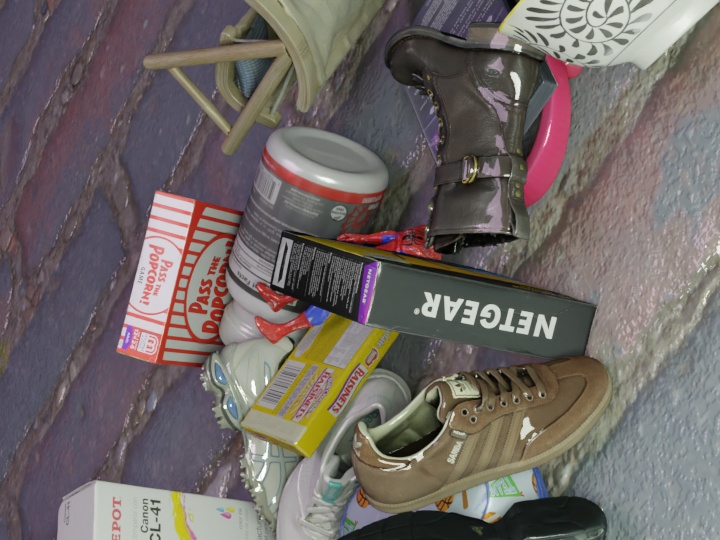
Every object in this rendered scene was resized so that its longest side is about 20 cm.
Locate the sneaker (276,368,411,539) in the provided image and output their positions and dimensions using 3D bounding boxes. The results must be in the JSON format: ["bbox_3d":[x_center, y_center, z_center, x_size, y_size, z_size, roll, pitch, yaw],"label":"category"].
[{"bbox_3d":[-0.023,0.180,1.470,0.089,0.075,0.201,-63,-4,-75],"label":"sneaker"}]

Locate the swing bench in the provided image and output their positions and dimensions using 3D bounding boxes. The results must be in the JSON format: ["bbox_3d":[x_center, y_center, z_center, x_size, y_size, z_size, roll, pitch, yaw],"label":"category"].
[{"bbox_3d":[-0.061,-0.237,1.598,0.200,0.130,0.199,-21,28,52],"label":"swing bench"}]

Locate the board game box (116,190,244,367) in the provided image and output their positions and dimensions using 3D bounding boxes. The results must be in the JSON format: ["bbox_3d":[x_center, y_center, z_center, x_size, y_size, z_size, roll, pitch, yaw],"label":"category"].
[{"bbox_3d":[-0.141,0.014,1.642,0.046,0.200,0.152,15,92,26],"label":"board game box"}]

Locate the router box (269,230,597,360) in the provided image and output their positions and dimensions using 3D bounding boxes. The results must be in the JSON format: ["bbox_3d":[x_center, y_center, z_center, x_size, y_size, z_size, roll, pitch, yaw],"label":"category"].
[{"bbox_3d":[0.054,0.020,1.313,0.149,0.199,0.051,19,97,58],"label":"router box"}]

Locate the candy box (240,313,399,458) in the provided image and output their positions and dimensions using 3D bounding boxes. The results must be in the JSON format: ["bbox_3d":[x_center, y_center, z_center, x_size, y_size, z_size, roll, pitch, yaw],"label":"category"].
[{"bbox_3d":[-0.016,0.066,1.496,0.200,0.026,0.102,-53,30,-15],"label":"candy box"}]

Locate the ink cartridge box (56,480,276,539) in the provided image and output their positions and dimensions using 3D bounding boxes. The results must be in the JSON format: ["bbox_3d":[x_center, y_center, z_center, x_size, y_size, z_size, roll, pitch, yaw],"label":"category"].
[{"bbox_3d":[-0.167,0.278,1.572,0.086,0.199,0.148,-32,53,50],"label":"ink cartridge box"}]

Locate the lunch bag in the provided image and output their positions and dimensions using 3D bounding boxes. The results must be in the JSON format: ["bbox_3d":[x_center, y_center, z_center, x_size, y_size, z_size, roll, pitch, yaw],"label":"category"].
[{"bbox_3d":[0.061,0.202,1.344,0.200,0.075,0.161,-58,32,28],"label":"lunch bag"}]

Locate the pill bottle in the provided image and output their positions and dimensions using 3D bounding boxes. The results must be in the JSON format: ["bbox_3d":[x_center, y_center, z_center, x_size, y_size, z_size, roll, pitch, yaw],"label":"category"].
[{"bbox_3d":[-0.056,-0.019,1.584,0.116,0.115,0.201,52,129,53],"label":"pill bottle"}]

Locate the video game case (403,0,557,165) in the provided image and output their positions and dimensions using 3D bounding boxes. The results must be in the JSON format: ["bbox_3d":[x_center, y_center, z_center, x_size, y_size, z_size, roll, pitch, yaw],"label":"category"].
[{"bbox_3d":[0.089,-0.164,1.437,0.143,0.019,0.200,-57,37,35],"label":"video game case"}]

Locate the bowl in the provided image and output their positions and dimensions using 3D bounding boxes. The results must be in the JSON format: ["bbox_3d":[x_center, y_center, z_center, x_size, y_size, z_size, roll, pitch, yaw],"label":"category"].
[{"bbox_3d":[0.200,-0.204,1.231,0.094,0.201,0.201,47,131,2],"label":"bowl"}]

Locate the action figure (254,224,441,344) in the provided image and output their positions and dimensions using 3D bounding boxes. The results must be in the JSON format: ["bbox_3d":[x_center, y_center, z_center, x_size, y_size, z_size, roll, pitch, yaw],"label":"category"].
[{"bbox_3d":[0.000,0.000,1.476,0.199,0.052,0.066,-22,37,21],"label":"action figure"}]

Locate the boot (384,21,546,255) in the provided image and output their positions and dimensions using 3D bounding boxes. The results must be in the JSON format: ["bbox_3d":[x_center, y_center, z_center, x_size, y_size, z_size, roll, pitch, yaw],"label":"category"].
[{"bbox_3d":[0.071,-0.100,1.362,0.200,0.069,0.175,3,83,58],"label":"boot"}]

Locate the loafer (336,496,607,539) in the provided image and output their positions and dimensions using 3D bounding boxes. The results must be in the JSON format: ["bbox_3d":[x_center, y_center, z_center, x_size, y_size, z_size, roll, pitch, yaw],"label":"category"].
[{"bbox_3d":[0.074,0.210,1.223,0.073,0.199,0.073,-83,-12,-70],"label":"loafer"}]

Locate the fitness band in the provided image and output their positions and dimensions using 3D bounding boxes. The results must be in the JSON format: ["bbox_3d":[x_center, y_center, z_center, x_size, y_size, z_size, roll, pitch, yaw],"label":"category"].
[{"bbox_3d":[0.115,-0.137,1.432,0.144,0.037,0.200,-62,33,23],"label":"fitness band"}]

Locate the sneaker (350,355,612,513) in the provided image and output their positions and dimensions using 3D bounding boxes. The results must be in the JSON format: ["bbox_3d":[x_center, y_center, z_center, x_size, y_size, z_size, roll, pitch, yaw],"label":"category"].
[{"bbox_3d":[0.087,0.105,1.245,0.199,0.076,0.071,-27,41,-7],"label":"sneaker"}]

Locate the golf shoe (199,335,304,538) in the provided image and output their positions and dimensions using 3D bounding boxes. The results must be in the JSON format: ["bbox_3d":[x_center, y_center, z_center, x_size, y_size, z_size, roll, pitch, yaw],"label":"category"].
[{"bbox_3d":[-0.067,0.153,1.554,0.078,0.097,0.201,-116,6,-78],"label":"golf shoe"}]
